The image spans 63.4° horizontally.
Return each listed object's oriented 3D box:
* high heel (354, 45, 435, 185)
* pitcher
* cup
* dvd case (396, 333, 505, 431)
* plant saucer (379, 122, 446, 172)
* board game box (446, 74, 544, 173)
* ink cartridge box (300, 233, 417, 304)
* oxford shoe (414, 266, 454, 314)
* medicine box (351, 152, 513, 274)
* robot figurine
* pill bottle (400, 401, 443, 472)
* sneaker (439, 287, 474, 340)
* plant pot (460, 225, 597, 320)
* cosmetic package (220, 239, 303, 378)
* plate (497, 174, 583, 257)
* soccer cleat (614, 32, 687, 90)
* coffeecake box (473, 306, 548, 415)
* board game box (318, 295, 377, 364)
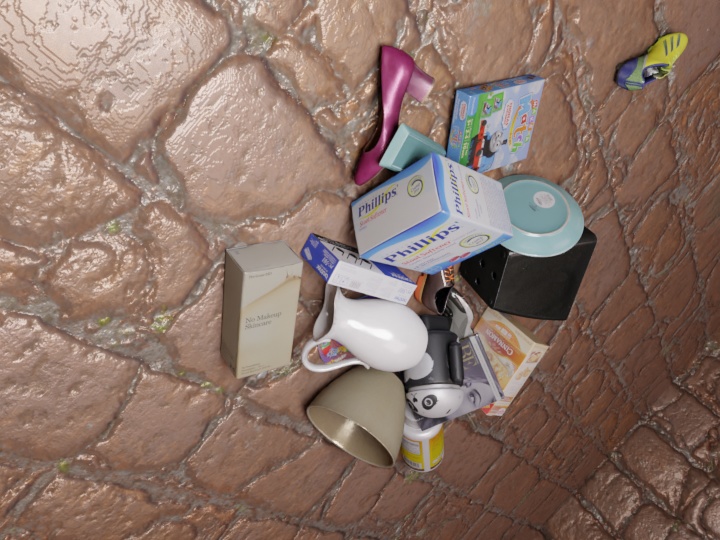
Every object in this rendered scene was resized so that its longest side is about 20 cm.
[{"bbox_3d":[0.022,-0.230,0.879,0.095,0.068,0.202,26,105,-22],"label":"high heel"},{"bbox_3d":[0.005,0.124,1.033,0.197,0.122,0.173,21,113,-23],"label":"pitcher"},{"bbox_3d":[0.013,0.271,1.157,0.144,0.198,0.202,-55,144,-30],"label":"cup"},{"bbox_3d":[0.193,0.244,1.266,0.197,0.151,0.016,-24,-179,10],"label":"dvd case"},{"bbox_3d":[0.090,-0.181,0.933,0.071,0.019,0.199,-60,158,14],"label":"plant saucer"},{"bbox_3d":[0.236,-0.253,1.030,0.198,0.036,0.154,-23,133,-33],"label":"board game box"},{"bbox_3d":[0.000,0.000,0.992,0.198,0.094,0.045,18,109,-45],"label":"ink cartridge box"},{"bbox_3d":[0.164,-0.009,1.136,0.070,0.073,0.203,-13,128,-31],"label":"oxford shoe"},{"bbox_3d":[0.117,-0.083,0.955,0.198,0.105,0.181,10,152,-44],"label":"medicine box"},{"bbox_3d":[0.144,0.195,1.188,0.122,0.204,0.151,-4,161,5],"label":"robot figurine"},{"bbox_3d":[0.143,0.382,1.386,0.108,0.109,0.202,-27,135,-20],"label":"pill bottle"},{"bbox_3d":[0.197,0.110,1.257,0.078,0.074,0.202,-28,135,-12],"label":"sneaker"},{"bbox_3d":[0.317,-0.023,1.179,0.174,0.200,0.203,-7,126,-21],"label":"plant pot"},{"bbox_3d":[-0.159,0.062,0.924,0.102,0.073,0.203,-12,128,-32],"label":"cosmetic package"},{"bbox_3d":[0.323,-0.113,1.096,0.198,0.201,0.026,-29,149,-19],"label":"plate"},{"bbox_3d":[0.607,-0.420,1.186,0.198,0.084,0.065,-32,136,-17],"label":"soccer cleat"},{"bbox_3d":[0.316,0.210,1.367,0.072,0.153,0.202,16,110,-44],"label":"coffeecake box"},{"bbox_3d":[0.012,0.123,1.133,0.197,0.039,0.160,-18,130,-28],"label":"board game box"}]
